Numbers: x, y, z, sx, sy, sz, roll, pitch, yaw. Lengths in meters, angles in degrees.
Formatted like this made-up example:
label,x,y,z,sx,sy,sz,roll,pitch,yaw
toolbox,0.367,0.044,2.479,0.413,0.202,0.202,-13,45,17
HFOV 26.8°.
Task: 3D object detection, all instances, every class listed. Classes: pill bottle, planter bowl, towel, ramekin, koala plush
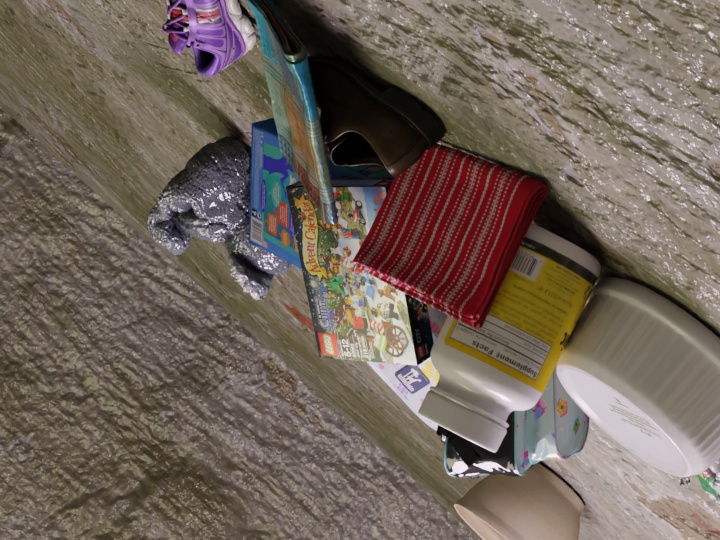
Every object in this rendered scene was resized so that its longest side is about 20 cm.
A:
label,x,y,z,sx,sy,sz,roll,pitch,yaw
pill bottle,0.132,0.060,1.395,0.111,0.201,0.111,27,177,1
planter bowl,0.265,0.382,2.363,0.200,0.135,0.200,41,169,9
towel,0.079,-0.040,1.403,0.022,0.145,0.200,26,180,-38
ramekin,0.272,0.106,1.413,0.202,0.094,0.202,40,168,10
towel,-0.067,-0.159,1.476,0.147,0.022,0.201,-121,16,-49
koala plush,-0.163,-0.067,2.065,0.200,0.177,0.184,45,159,2

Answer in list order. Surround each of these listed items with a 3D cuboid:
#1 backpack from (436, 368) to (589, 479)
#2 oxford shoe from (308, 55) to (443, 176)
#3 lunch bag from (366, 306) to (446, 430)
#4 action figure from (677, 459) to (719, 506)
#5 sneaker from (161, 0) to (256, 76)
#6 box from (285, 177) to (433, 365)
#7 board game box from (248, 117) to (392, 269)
label,x,y,z,sx,sy,sz,roll,pitch,yaw
backpack,0.169,0.129,1.632,0.153,0.177,0.200,-4,179,13
oxford shoe,-0.017,-0.150,1.464,0.200,0.084,0.073,34,168,43
lunch bag,0.084,0.107,1.911,0.170,0.127,0.200,49,175,-6
action figure,0.374,0.217,1.600,0.118,0.055,0.200,31,160,55
sneaker,-0.172,-0.268,1.543,0.081,0.083,0.200,33,165,36
box,0.000,0.000,1.632,0.136,0.038,0.201,1,110,37
board game box,-0.047,-0.072,1.716,0.200,0.045,0.153,28,125,40
